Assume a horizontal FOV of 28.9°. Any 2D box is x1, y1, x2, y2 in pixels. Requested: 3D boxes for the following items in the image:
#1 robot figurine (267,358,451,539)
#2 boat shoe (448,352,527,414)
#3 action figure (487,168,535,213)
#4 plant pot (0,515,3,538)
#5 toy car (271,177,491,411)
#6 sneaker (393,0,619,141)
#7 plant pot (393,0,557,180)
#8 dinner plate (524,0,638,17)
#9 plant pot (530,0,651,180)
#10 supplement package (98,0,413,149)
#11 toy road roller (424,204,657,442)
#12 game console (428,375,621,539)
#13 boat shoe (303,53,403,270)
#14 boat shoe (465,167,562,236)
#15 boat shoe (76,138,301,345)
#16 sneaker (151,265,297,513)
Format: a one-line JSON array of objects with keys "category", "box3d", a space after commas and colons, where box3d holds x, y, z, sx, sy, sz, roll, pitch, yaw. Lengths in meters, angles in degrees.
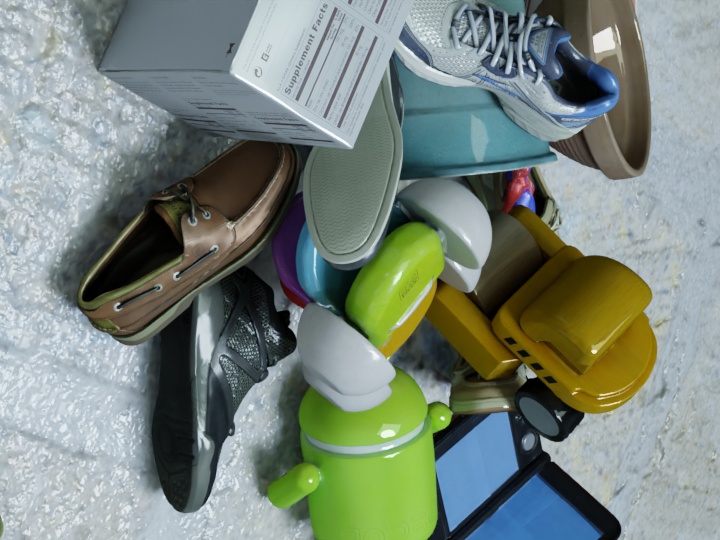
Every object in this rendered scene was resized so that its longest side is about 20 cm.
[{"category": "robot figurine", "box3d": [0.008, 0.169, 1.219, 0.174, 0.115, 0.203, -20, 115, -33]}, {"category": "boat shoe", "box3d": [0.115, 0.092, 1.290, 0.072, 0.200, 0.064, -2, 95, 0]}, {"category": "action figure", "box3d": [0.144, -0.063, 1.266, 0.066, 0.051, 0.203, -61, 149, -57]}, {"category": "plant pot", "box3d": [-0.350, 0.183, 0.837, 0.201, 0.187, 0.187, -52, 133, -2]}, {"category": "toy car", "box3d": [0.000, 0.000, 1.072, 0.176, 0.149, 0.200, -50, 172, -10]}, {"category": "sneaker", "box3d": [0.108, -0.164, 1.015, 0.198, 0.085, 0.078, 22, 76, -27]}, {"category": "plant pot", "box3d": [0.057, -0.181, 1.134, 0.199, 0.199, 0.199, -11, 101, -43]}, {"category": "dinner plate", "box3d": [0.211, -0.244, 1.382, 0.199, 0.024, 0.203, -16, 113, -42]}, {"category": "plant pot", "box3d": [0.198, -0.180, 1.280, 0.200, 0.092, 0.204, 27, 60, -61]}, {"category": "supplement package", "box3d": [-0.070, -0.183, 0.976, 0.110, 0.199, 0.158, 28, 81, -35]}, {"category": "toy road roller", "box3d": [0.157, 0.028, 1.153, 0.123, 0.200, 0.146, -41, 168, -23]}, {"category": "game console", "box3d": [0.150, 0.228, 1.379, 0.199, 0.118, 0.174, -35, 124, -35]}, {"category": "boat shoe", "box3d": [0.002, -0.082, 0.984, 0.068, 0.071, 0.202, 65, 23, -53]}, {"category": "boat shoe", "box3d": [0.156, -0.067, 1.344, 0.073, 0.063, 0.202, -46, 129, -26]}, {"category": "boat shoe", "box3d": [-0.124, -0.029, 1.024, 0.200, 0.072, 0.068, -48, 151, -4]}, {"category": "sneaker", "box3d": [-0.105, 0.092, 1.113, 0.113, 0.076, 0.203, 1, 95, -39]}]
